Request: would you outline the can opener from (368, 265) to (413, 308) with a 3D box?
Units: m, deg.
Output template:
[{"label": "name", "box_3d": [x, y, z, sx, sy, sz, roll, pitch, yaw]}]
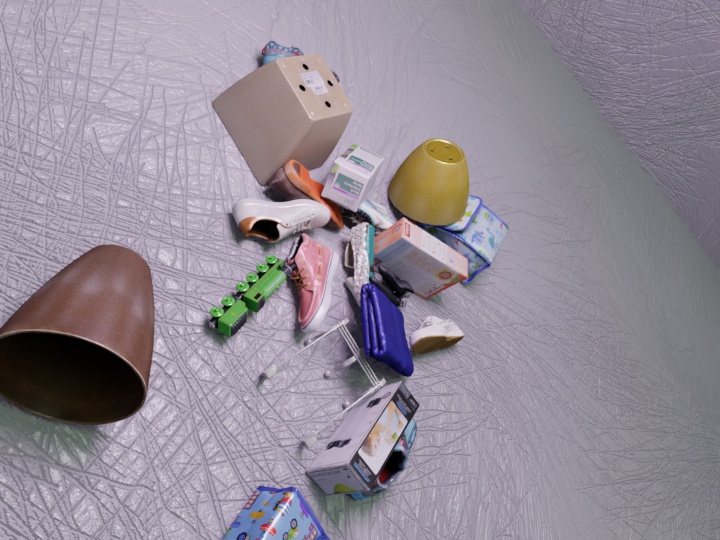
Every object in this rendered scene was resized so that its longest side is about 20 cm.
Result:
[{"label": "can opener", "box_3d": [0.057, 0.035, 1.139, 0.078, 0.064, 0.200, 31, 1, 21]}]

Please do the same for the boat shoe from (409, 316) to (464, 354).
[{"label": "boat shoe", "box_3d": [0.156, 0.135, 1.214, 0.200, 0.071, 0.070, 7, 48, -57]}]

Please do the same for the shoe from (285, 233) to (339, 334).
[{"label": "shoe", "box_3d": [-0.103, 0.020, 1.042, 0.091, 0.071, 0.201, 34, 44, -23]}]

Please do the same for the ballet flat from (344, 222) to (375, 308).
[{"label": "ballet flat", "box_3d": [0.000, 0.000, 1.147, 0.072, 0.072, 0.201, 12, 70, -38]}]

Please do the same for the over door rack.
[{"label": "over door rack", "box_3d": [-0.067, 0.194, 0.987, 0.200, 0.067, 0.148, -32, 89, -35]}]

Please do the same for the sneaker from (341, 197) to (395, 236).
[{"label": "sneaker", "box_3d": [0.052, -0.108, 1.247, 0.200, 0.078, 0.087, 37, 44, -22]}]

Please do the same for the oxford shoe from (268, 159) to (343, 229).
[{"label": "oxford shoe", "box_3d": [-0.106, -0.143, 1.136, 0.200, 0.073, 0.072, 44, 26, -40]}]

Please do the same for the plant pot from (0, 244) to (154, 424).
[{"label": "plant pot", "box_3d": [-0.351, 0.065, 0.730, 0.187, 0.187, 0.201, 31, 36, -26]}]

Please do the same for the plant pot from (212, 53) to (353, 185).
[{"label": "plant pot", "box_3d": [-0.136, -0.320, 1.117, 0.199, 0.177, 0.201, -31, 90, -47]}]

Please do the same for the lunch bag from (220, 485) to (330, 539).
[{"label": "lunch bag", "box_3d": [-0.111, 0.442, 0.804, 0.201, 0.094, 0.151, 59, 41, -17]}]

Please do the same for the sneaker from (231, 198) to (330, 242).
[{"label": "sneaker", "box_3d": [-0.140, -0.085, 1.053, 0.199, 0.073, 0.085, -3, 52, -32]}]

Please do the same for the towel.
[{"label": "towel", "box_3d": [0.047, 0.121, 1.079, 0.200, 0.049, 0.148, 47, 29, -61]}]

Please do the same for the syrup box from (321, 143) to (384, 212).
[{"label": "syrup box", "box_3d": [-0.012, -0.200, 1.173, 0.078, 0.082, 0.200, 25, 24, 1]}]

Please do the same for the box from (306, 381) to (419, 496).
[{"label": "box", "box_3d": [0.008, 0.289, 0.961, 0.060, 0.116, 0.200, 54, 42, -9]}]

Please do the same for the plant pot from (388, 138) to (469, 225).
[{"label": "plant pot", "box_3d": [0.179, -0.226, 1.319, 0.199, 0.142, 0.201, 8, 46, -8]}]

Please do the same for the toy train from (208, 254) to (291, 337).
[{"label": "toy train", "box_3d": [-0.186, 0.040, 0.961, 0.056, 0.042, 0.200, 24, 43, 15]}]

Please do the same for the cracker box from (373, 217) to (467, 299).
[{"label": "cracker box", "box_3d": [0.121, -0.022, 1.218, 0.200, 0.134, 0.058, 29, 51, -29]}]

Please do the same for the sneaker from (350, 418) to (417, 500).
[{"label": "sneaker", "box_3d": [0.062, 0.334, 0.998, 0.079, 0.095, 0.200, 54, 44, -6]}]

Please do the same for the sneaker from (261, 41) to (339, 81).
[{"label": "sneaker", "box_3d": [-0.132, -0.471, 1.265, 0.199, 0.079, 0.096, 4, 60, -44]}]

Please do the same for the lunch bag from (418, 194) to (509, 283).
[{"label": "lunch bag", "box_3d": [0.257, -0.102, 1.405, 0.200, 0.127, 0.170, 40, 47, -1]}]
